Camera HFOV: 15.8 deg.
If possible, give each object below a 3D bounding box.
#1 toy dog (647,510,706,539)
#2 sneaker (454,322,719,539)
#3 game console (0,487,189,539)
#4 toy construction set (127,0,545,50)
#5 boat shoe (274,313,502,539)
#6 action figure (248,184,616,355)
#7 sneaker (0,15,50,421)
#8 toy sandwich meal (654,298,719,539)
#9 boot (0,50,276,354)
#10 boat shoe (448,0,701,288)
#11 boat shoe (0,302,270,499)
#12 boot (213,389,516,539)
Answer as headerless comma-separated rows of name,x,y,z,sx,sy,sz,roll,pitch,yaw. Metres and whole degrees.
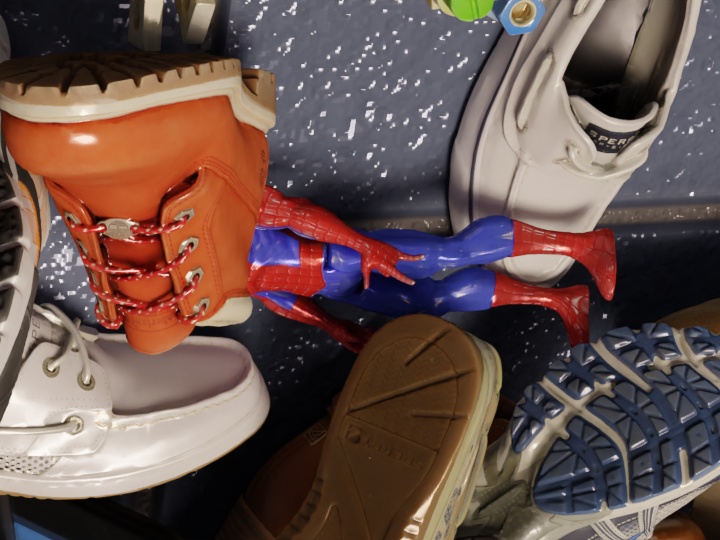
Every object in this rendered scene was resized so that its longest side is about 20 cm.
toy dog,0.141,0.193,1.093,0.193,0.200,0.140,-7,118,2
sneaker,0.087,0.092,1.070,0.199,0.077,0.085,-29,149,10
game console,-0.152,0.179,1.070,0.175,0.116,0.201,-14,125,-15
toy construction set,-0.006,-0.142,0.947,0.199,0.092,0.132,-8,125,-31
boat shoe,0.003,0.115,1.016,0.201,0.073,0.063,-62,155,3
action figure,0.000,0.000,1.039,0.199,0.052,0.066,8,144,-8
sneaker,-0.135,-0.007,0.911,0.073,0.201,0.080,-13,138,12
toy sandwich meal,0.195,0.089,1.133,0.205,0.205,0.070,50,52,-38
boot,-0.074,-0.024,0.915,0.075,0.200,0.108,4,89,15
boat shoe,0.093,-0.069,1.045,0.072,0.066,0.201,7,118,-28
boat shoe,-0.131,0.046,1.021,0.199,0.071,0.070,-9,123,-17
boot,0.034,0.127,1.147,0.155,0.074,0.200,-51,131,6
